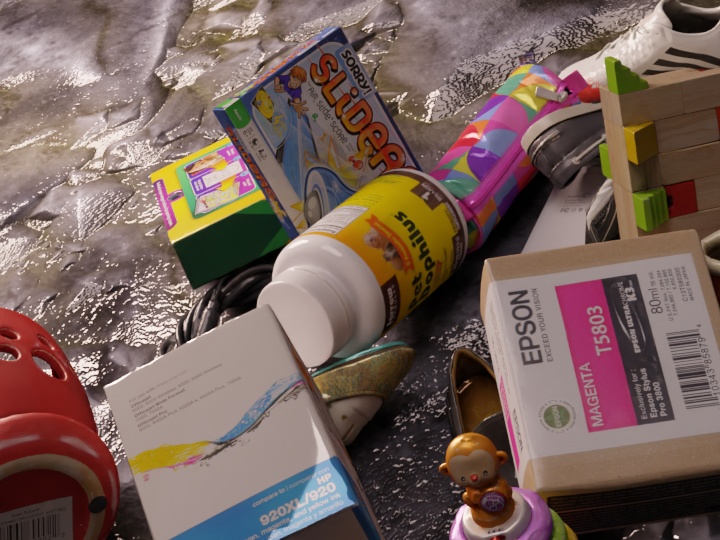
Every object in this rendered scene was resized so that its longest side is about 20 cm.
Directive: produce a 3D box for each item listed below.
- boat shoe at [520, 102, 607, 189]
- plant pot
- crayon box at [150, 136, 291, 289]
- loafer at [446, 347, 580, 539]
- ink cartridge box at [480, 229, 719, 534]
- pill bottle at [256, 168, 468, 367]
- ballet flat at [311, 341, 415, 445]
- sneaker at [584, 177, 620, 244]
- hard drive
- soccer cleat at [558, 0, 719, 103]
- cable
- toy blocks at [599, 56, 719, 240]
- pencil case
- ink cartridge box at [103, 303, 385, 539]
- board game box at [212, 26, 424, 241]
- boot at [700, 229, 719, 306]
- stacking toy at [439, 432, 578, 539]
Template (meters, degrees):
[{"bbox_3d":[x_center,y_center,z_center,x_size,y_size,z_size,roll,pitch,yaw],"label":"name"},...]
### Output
[{"bbox_3d":[0.238,-0.119,1.578,0.198,0.073,0.063,-17,63,-23],"label":"boat shoe"},{"bbox_3d":[-0.301,0.154,1.442,0.200,0.201,0.182,-33,39,-12],"label":"plant pot"},{"bbox_3d":[-0.106,-0.075,1.718,0.171,0.059,0.200,-25,25,-2],"label":"crayon box"},{"bbox_3d":[0.105,0.136,1.328,0.072,0.073,0.200,-26,36,-5],"label":"loafer"},{"bbox_3d":[0.182,0.079,1.275,0.163,0.075,0.202,-8,56,-3],"label":"ink cartridge box"},{"bbox_3d":[0.000,0.000,1.499,0.108,0.110,0.200,5,29,35],"label":"pill bottle"},{"bbox_3d":[-0.041,0.120,1.451,0.198,0.071,0.071,-20,35,9],"label":"ballet flat"},{"bbox_3d":[0.273,-0.065,1.448,0.199,0.080,0.087,-37,62,-4],"label":"sneaker"},{"bbox_3d":[0.202,-0.017,1.509,0.131,0.026,0.201,0,42,31],"label":"hard drive"},{"bbox_3d":[0.272,-0.210,1.660,0.198,0.086,0.069,-9,38,27],"label":"soccer cleat"},{"bbox_3d":[-0.108,0.066,1.579,0.162,0.051,0.201,-26,30,13],"label":"cable"},{"bbox_3d":[0.266,-0.079,1.380,0.135,0.202,0.100,-12,15,-7],"label":"toy blocks"},{"bbox_3d":[0.126,-0.106,1.618,0.088,0.089,0.200,12,51,40],"label":"pencil case"},{"bbox_3d":[-0.077,0.161,1.305,0.144,0.148,0.201,-26,49,-1],"label":"ink cartridge box"},{"bbox_3d":[-0.026,-0.097,1.599,0.135,0.201,0.034,-38,19,-18],"label":"board game box"},{"bbox_3d":[0.347,0.004,1.321,0.198,0.108,0.075,-8,41,20],"label":"boot"},{"bbox_3d":[0.099,0.181,1.161,0.115,0.201,0.110,-13,36,15],"label":"stacking toy"}]
